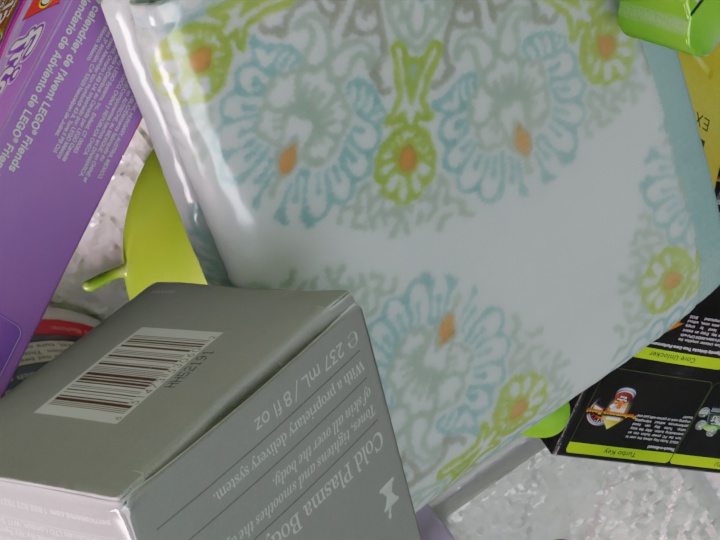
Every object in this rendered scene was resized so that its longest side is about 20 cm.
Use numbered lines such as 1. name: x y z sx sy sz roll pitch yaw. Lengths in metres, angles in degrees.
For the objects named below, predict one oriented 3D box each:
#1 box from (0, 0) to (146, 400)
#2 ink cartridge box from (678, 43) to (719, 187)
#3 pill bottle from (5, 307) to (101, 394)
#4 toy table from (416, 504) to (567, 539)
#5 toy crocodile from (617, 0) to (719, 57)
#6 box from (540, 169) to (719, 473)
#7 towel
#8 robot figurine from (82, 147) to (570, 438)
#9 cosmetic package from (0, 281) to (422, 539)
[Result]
1. box: -0.130 -0.003 0.610 0.039 0.136 0.201 34 67 -24
2. ink cartridge box: 0.053 -0.090 0.685 0.197 0.047 0.202 25 70 -36
3. pill bottle: -0.104 0.114 0.720 0.119 0.200 0.120 -12 126 -16
4. toy table: 0.005 0.163 0.833 0.200 0.117 0.184 38 87 -33
5. toy crocodile: 0.149 -0.143 0.605 0.062 0.067 0.201 42 78 -33
6. box: 0.192 0.002 0.877 0.199 0.048 0.194 8 121 -29
7. towel: 0.024 -0.038 0.616 0.170 0.048 0.201 -31 117 -22
8. robot figurine: 0.000 0.000 0.743 0.199 0.116 0.176 17 113 -32
9. cosmetic package: -0.036 0.115 0.570 0.107 0.090 0.201 -42 123 -42
